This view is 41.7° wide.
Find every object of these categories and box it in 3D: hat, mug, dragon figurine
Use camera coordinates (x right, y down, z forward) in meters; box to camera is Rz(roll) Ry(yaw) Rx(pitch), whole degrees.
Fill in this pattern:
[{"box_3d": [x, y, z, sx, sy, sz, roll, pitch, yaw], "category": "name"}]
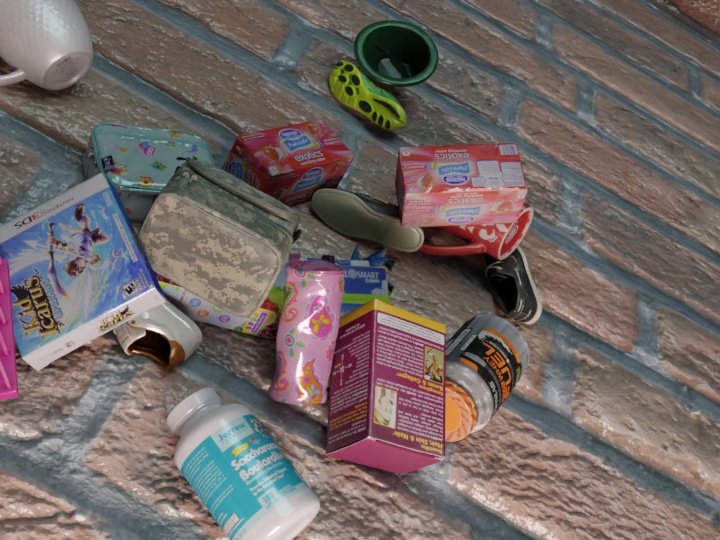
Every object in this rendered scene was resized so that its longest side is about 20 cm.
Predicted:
[{"box_3d": [0.070, -0.407, 1.988, 0.200, 0.176, 0.166, -1, 66, -12], "category": "hat"}, {"box_3d": [-0.528, -0.365, 1.483, 0.200, 0.148, 0.175, -34, 78, -17], "category": "mug"}, {"box_3d": [0.183, -0.095, 1.674, 0.200, 0.178, 0.133, 33, 11, 22], "category": "mug"}, {"box_3d": [0.000, 0.000, 1.516, 0.099, 0.059, 0.200, 22, 42, -14], "category": "dragon figurine"}]

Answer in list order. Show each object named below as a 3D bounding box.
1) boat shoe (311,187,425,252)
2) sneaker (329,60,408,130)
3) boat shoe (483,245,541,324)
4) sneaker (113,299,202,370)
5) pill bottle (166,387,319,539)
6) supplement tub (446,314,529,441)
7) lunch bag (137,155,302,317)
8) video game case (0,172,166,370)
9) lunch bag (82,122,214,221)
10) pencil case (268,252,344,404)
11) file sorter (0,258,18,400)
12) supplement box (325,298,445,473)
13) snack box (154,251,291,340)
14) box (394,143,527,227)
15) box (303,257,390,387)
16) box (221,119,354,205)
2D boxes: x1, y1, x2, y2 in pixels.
[{"box_3d": [0.015, -0.091, 1.609, 0.201, 0.072, 0.061, 23, 26, 1], "category": "boat shoe"}, {"box_3d": [0.015, -0.340, 1.883, 0.200, 0.074, 0.084, 44, 13, 19], "category": "sneaker"}, {"box_3d": [0.255, 0.004, 1.676, 0.068, 0.072, 0.200, 9, 47, -33], "category": "boat shoe"}, {"box_3d": [-0.306, 0.053, 1.240, 0.200, 0.073, 0.085, 36, 37, 1], "category": "sneaker"}, {"box_3d": [-0.147, 0.237, 1.129, 0.111, 0.111, 0.200, -22, 64, -46], "category": "pill bottle"}, {"box_3d": [0.163, 0.160, 1.411, 0.123, 0.123, 0.200, 40, 41, 8], "category": "supplement tub"}, {"box_3d": [-0.188, -0.060, 1.289, 0.200, 0.139, 0.168, 28, 31, -5], "category": "lunch bag"}, {"box_3d": [-0.367, -0.003, 1.198, 0.181, 0.045, 0.200, -29, 62, -3], "category": "video game case"}, {"box_3d": [-0.320, -0.152, 1.439, 0.200, 0.077, 0.161, 5, 47, -31], "category": "lunch bag"}, {"box_3d": [-0.073, 0.080, 1.276, 0.087, 0.200, 0.087, 7, 11, -1], "category": "pencil case"}, {"box_3d": [-0.475, 0.040, 1.067, 0.139, 0.126, 0.200, -9, 52, -14], "category": "file sorter"}, {"box_3d": [0.037, 0.159, 1.288, 0.131, 0.103, 0.200, 22, 57, -30], "category": "supplement box"}, {"box_3d": [-0.202, -0.002, 1.373, 0.200, 0.068, 0.169, 17, 42, -20], "category": "snack box"}, {"box_3d": [0.162, -0.139, 1.554, 0.200, 0.095, 0.103, -3, 57, -5], "category": "box"}, {"box_3d": [-0.012, 0.071, 1.394, 0.122, 0.048, 0.200, 3, 69, -32], "category": "box"}, {"box_3d": [-0.121, -0.176, 1.585, 0.200, 0.096, 0.100, -20, 61, -45], "category": "box"}]
